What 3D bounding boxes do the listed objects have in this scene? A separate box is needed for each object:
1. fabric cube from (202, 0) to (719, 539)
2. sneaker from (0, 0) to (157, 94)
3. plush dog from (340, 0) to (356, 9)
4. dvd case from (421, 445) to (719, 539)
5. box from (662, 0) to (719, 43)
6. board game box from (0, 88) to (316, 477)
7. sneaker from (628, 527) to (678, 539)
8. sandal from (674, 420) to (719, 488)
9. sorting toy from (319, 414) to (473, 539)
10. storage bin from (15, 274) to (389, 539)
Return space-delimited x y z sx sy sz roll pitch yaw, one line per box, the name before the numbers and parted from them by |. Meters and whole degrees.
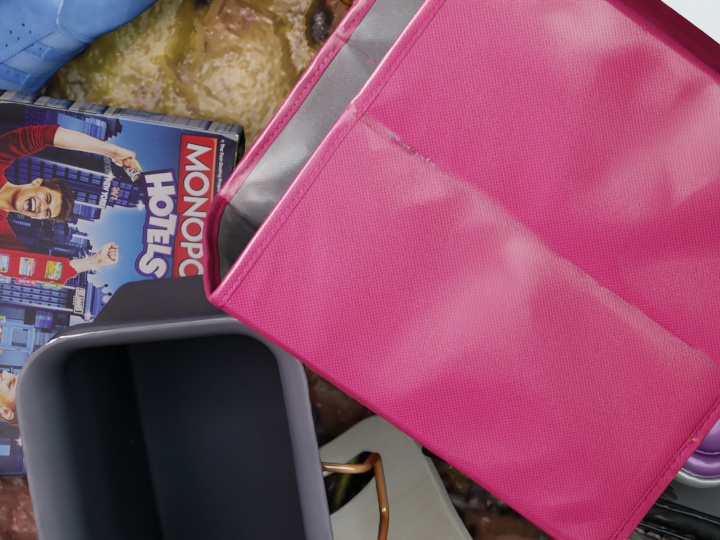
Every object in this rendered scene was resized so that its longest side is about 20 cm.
fabric cube | 0.070 -0.029 1.252 0.199 0.196 0.200 35 99 -10
sneaker | -0.167 -0.109 1.444 0.200 0.111 0.077 -24 47 -34
plush dog | 0.056 -0.189 1.397 0.172 0.200 0.161 -40 92 30
dvd case | 0.125 0.093 1.411 0.200 0.143 0.018 18 102 -2
box | 0.206 -0.087 1.432 0.199 0.131 0.200 -32 89 -5
board game box | -0.114 0.015 1.398 0.199 0.062 0.200 9 110 1
sneaker | 0.123 0.169 1.381 0.078 0.200 0.100 20 91 11
sandal | 0.201 0.011 1.335 0.082 0.050 0.203 30 86 -4
sorting toy | -0.017 0.167 1.425 0.200 0.107 0.180 -15 77 2
storage bin | -0.059 0.093 1.317 0.145 0.134 0.200 -6 110 8
